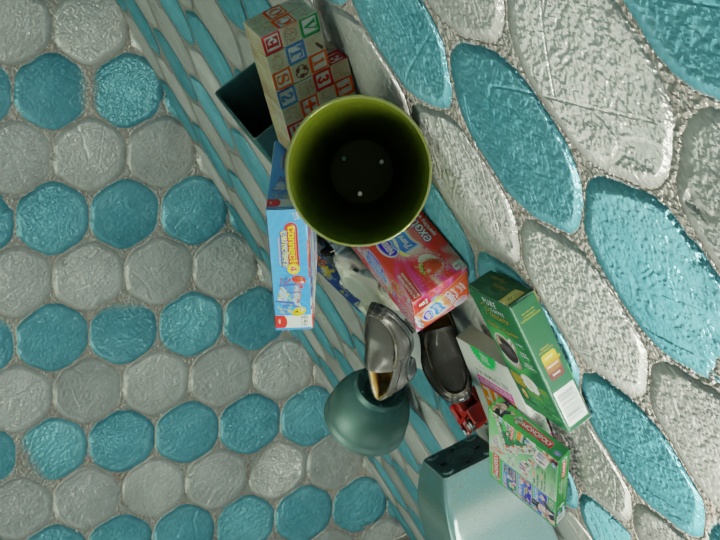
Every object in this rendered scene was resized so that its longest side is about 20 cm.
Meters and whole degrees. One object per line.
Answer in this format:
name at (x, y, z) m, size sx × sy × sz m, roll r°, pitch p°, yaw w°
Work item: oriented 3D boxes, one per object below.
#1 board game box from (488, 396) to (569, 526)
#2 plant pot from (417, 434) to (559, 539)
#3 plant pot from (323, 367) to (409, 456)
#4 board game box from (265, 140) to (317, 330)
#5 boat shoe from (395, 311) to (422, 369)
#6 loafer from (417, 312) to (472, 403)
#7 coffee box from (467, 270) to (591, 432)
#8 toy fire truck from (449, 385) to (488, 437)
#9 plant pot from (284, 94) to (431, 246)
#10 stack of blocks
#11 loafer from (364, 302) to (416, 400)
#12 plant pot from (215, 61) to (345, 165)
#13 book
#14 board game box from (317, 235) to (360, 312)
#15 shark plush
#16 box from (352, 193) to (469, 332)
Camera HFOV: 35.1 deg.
board game box at (0.250, 0.289, 1.703) m, size 0.134 × 0.029 × 0.201 m, roll 37°, pitch 154°, yaw 31°
plant pot at (0.207, 0.417, 2.041) m, size 0.202 × 0.194 × 0.196 m, roll 69°, pitch 167°, yaw -14°
plant pot at (0.029, 0.299, 2.577) m, size 0.201 × 0.199 × 0.135 m, roll 52°, pitch 142°, yaw 27°
board game box at (-0.096, -0.053, 1.625) m, size 0.201 × 0.055 × 0.198 m, roll -90°, pitch -1°, yaw -56°
boat shoe at (0.081, 0.092, 1.971) m, size 0.201 × 0.070 × 0.064 m, roll 56°, pitch 176°, yaw -39°
loafer at (0.123, 0.112, 1.761) m, size 0.073 × 0.072 × 0.201 m, roll 81°, pitch 171°, yaw -53°
coffee box at (0.218, 0.103, 1.466) m, size 0.201 × 0.044 × 0.123 m, roll 62°, pitch 169°, yaw -20°
toy fire truck at (0.173, 0.205, 1.956) m, size 0.142 × 0.048 × 0.200 m, roll 56°, pitch 170°, yaw 13°
plant pot at (-0.001, -0.134, 1.516) m, size 0.188 × 0.186 × 0.200 m, roll 58°, pitch -176°, yaw -4°
stack of blocks at (-0.076, -0.270, 1.569) m, size 0.059 × 0.114 × 0.201 m, roll 46°, pitch 159°, yaw 45°
loafer at (0.038, 0.127, 1.732) m, size 0.072 × 0.072 × 0.201 m, roll 25°, pitch 151°, yaw 31°
plant pot at (-0.105, -0.221, 1.793) m, size 0.141 × 0.141 × 0.201 m, roll 49°, pitch 174°, yaw 39°
book at (0.224, 0.187, 1.697) m, size 0.133 × 0.048 × 0.201 m, roll 32°, pitch 152°, yaw 55°
board game box at (-0.037, -0.045, 1.882) m, size 0.200 × 0.136 × 0.034 m, roll 44°, pitch 131°, yaw -19°
shark plush at (0.000, 0.000, 1.770) m, size 0.199 × 0.084 × 0.091 m, roll 35°, pitch 139°, yaw 2°
box at (0.064, -0.025, 1.661) m, size 0.201 × 0.099 × 0.096 m, roll 53°, pitch 169°, yaw 29°
